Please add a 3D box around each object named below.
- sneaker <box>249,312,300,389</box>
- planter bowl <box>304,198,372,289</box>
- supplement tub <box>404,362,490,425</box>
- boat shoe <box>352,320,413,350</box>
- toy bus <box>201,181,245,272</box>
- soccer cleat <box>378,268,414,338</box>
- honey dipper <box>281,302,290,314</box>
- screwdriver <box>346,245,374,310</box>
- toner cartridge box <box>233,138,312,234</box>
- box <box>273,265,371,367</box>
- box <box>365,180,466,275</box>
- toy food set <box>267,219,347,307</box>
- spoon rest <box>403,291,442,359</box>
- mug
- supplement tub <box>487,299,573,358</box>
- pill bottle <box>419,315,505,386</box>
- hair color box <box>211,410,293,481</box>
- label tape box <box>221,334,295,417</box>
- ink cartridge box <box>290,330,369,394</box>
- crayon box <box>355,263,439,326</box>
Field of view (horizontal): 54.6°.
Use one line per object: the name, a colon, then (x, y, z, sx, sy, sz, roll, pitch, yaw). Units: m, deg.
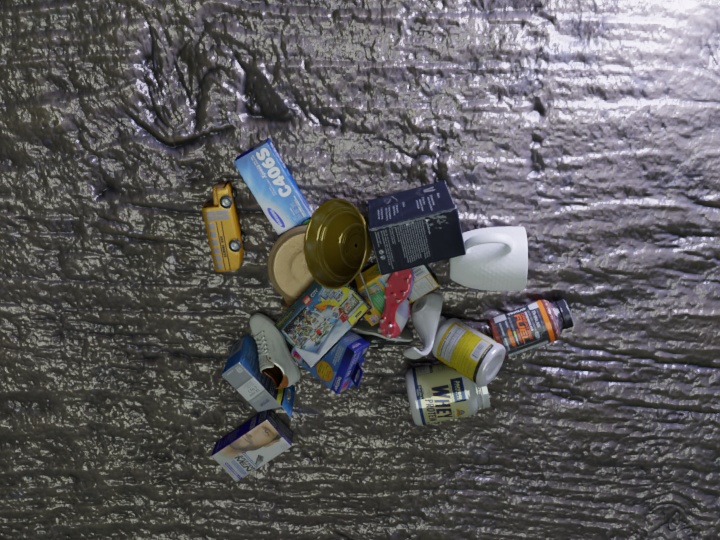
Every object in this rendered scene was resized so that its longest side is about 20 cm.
sneaker: (-0.227, 0.200, 1.730, 0.073, 0.084, 0.202, -39, 80, 37)
planter bowl: (-0.033, -0.059, 1.588, 0.083, 0.200, 0.203, 2, 122, -48)
supplement tub: (0.220, 0.305, 1.776, 0.196, 0.145, 0.147, -12, 113, 5)
boat shoe: (0.034, 0.169, 1.758, 0.196, 0.074, 0.061, 7, 113, 0)
toy bus: (-0.321, -0.103, 1.647, 0.077, 0.065, 0.203, -6, 113, 4)
soccer cleat: (0.094, 0.071, 1.665, 0.066, 0.076, 0.203, 29, 121, 29)
honey dipper: (-0.180, 0.032, 1.723, 0.037, 0.038, 0.204, -1, 110, 0)
screwdriver: (0.000, 0.000, 1.650, 0.028, 0.202, 0.029, -8, 155, -35)
toner cartridge box: (-0.201, -0.193, 1.621, 0.094, 0.043, 0.202, -27, 111, 12)
box: (-0.089, 0.108, 1.645, 0.200, 0.038, 0.137, -45, 79, 5)
box: (0.121, -0.100, 1.577, 0.197, 0.197, 0.119, -14, 113, 6)
toy food set: (-0.125, -0.013, 1.678, 0.197, 0.049, 0.201, -35, 110, 1)
spoon rest: (0.152, 0.133, 1.680, 0.060, 0.202, 0.099, 40, 135, -22)
mug: (0.293, -0.036, 1.612, 0.172, 0.200, 0.150, -1, 69, 6)
supplement tub: (0.421, 0.138, 1.728, 0.197, 0.107, 0.108, -22, 112, 9)
pill bottle: (0.244, 0.185, 1.702, 0.199, 0.111, 0.113, 32, 116, 30)
hair color box: (-0.292, 0.473, 1.892, 0.199, 0.065, 0.110, -35, 108, 12)
label tape box: (-0.252, 0.279, 1.766, 0.066, 0.144, 0.201, -34, 109, 13)
ink cartridge box: (-0.065, 0.205, 1.716, 0.199, 0.076, 0.138, 33, 119, 22)
crayon box: (0.075, 0.035, 1.696, 0.198, 0.052, 0.126, -32, 127, 12)
